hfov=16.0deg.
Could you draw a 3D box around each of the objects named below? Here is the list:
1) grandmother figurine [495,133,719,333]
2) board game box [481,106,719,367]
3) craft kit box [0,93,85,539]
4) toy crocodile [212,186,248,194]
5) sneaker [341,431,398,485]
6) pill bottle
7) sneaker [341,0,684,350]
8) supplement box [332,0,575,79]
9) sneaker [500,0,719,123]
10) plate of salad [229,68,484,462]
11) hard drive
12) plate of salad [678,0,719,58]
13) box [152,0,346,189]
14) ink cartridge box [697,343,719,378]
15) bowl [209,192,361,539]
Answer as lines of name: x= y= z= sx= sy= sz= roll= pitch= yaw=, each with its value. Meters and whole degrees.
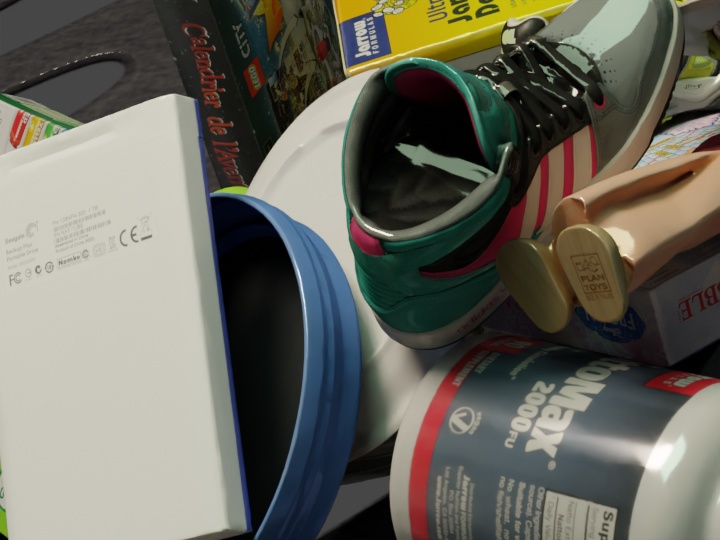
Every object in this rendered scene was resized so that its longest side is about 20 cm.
grandmother figurine: x=0.156 y=-0.039 z=1.118 sx=0.200 sy=0.061 sz=0.121 roll=-31 pitch=20 yaw=-37
board game box: x=0.150 y=-0.023 z=1.238 sx=0.199 sy=0.041 sz=0.199 roll=-26 pitch=21 yaw=-29
craft kit box: x=-0.167 y=0.022 z=1.302 sx=0.048 sy=0.199 sz=0.200 roll=10 pitch=8 yaw=-34
toy crocodile: x=-0.084 y=0.015 z=1.379 sx=0.062 sy=0.068 sz=0.200 roll=18 pitch=48 yaw=44
sneaker: x=-0.015 y=0.042 z=1.305 sx=0.090 sy=0.067 sz=0.200 roll=-18 pitch=35 yaw=-2
pill bottle: x=0.123 y=0.101 z=1.102 sx=0.199 sy=0.120 sz=0.120 roll=11 pitch=44 yaw=38
sneaker: x=0.060 y=-0.069 z=1.106 sx=0.083 sy=0.121 sz=0.200 roll=34 pitch=80 yaw=26
supplement box: x=0.095 y=-0.122 z=1.445 sx=0.199 sy=0.109 sz=0.110 roll=-16 pitch=33 yaw=5
sneaker: x=0.159 y=-0.120 z=1.327 sx=0.199 sy=0.077 sz=0.075 roll=-24 pitch=18 yaw=-28
plate of salad: x=0.000 y=0.000 z=1.232 sx=0.200 sy=0.048 sz=0.201 roll=-24 pitch=57 yaw=43
hard drive: x=-0.118 y=0.033 z=1.185 sx=0.131 sy=0.201 sz=0.025 roll=-17 pitch=-15 yaw=34
plate of salad: x=0.232 y=-0.116 z=1.208 sx=0.199 sy=0.048 sz=0.200 roll=-8 pitch=-6 yaw=-1
box: x=-0.054 y=-0.138 z=1.463 sx=0.037 sy=0.201 sz=0.137 roll=3 pitch=39 yaw=29
ink cartridge box: x=0.264 y=0.036 z=1.193 sx=0.173 sy=0.044 sz=0.200 roll=7 pitch=42 yaw=37
bowl: x=-0.068 y=0.064 z=1.216 sx=0.039 sy=0.202 sz=0.201 roll=14 pitch=15 yaw=-34
